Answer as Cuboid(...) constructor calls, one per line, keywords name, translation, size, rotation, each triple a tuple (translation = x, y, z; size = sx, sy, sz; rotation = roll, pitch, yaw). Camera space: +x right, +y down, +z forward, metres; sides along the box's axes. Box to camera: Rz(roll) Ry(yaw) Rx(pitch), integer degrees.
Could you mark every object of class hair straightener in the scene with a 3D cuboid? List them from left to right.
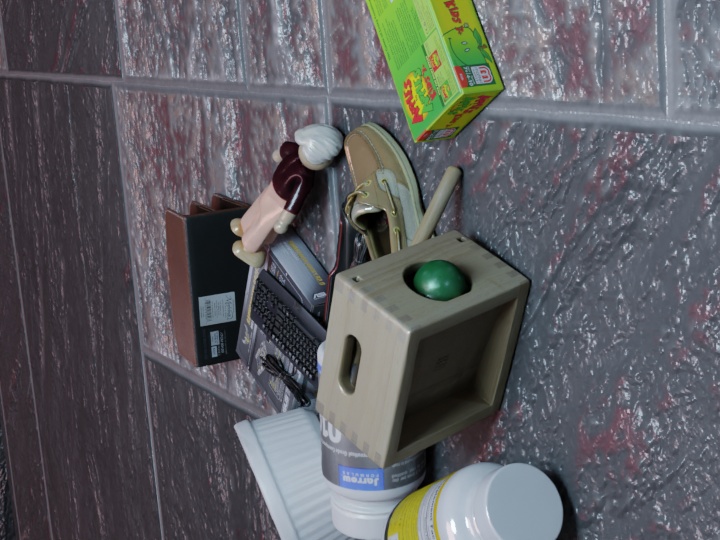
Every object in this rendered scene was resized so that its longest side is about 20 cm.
Cuboid(name="hair straightener", translation=(0.000, 0.000, 1.451), size=(0.077, 0.041, 0.201), rotation=(44, 131, 47))

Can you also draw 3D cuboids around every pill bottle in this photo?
Cuboid(name="pill bottle", translation=(0.013, 0.174, 1.398), size=(0.114, 0.113, 0.202), rotation=(24, 120, 57))
Cuboid(name="pill bottle", translation=(0.107, 0.246, 1.254), size=(0.200, 0.111, 0.112), rotation=(-40, 64, 58))

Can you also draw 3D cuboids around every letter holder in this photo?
Cuboid(name="letter holder", translation=(-0.206, 0.008, 1.758), size=(0.142, 0.100, 0.202), rotation=(23, 119, 59))

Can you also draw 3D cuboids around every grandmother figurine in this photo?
Cuboid(name="grandmother figurine", translation=(-0.083, -0.097, 1.507), size=(0.200, 0.060, 0.122), rotation=(-48, 47, 39))

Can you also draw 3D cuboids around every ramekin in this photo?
Cuboid(name="ramekin", translation=(-0.066, 0.254, 1.536), size=(0.202, 0.094, 0.204), rotation=(157, 90, -82))

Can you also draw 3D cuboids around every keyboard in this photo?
Cuboid(name="keyboard", translation=(-0.080, 0.094, 1.539), size=(0.200, 0.020, 0.128), rotation=(42, 134, 48))

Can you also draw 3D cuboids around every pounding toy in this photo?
Cuboid(name="pounding toy", translation=(0.056, 0.038, 1.230), size=(0.142, 0.183, 0.201), rotation=(36, 131, 35))

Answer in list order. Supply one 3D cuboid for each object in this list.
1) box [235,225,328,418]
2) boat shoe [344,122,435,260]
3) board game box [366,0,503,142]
Cuboid(name="box", translation=(-0.089, 0.069, 1.615), size=(0.159, 0.048, 0.201), rotation=(51, 140, 42))
Cuboid(name="boat shoe", translation=(0.022, -0.063, 1.349), size=(0.201, 0.066, 0.074), rotation=(66, 149, 23))
Cuboid(name="board game box", translation=(0.060, -0.234, 1.240), size=(0.102, 0.047, 0.201), rotation=(-42, 63, 58))
